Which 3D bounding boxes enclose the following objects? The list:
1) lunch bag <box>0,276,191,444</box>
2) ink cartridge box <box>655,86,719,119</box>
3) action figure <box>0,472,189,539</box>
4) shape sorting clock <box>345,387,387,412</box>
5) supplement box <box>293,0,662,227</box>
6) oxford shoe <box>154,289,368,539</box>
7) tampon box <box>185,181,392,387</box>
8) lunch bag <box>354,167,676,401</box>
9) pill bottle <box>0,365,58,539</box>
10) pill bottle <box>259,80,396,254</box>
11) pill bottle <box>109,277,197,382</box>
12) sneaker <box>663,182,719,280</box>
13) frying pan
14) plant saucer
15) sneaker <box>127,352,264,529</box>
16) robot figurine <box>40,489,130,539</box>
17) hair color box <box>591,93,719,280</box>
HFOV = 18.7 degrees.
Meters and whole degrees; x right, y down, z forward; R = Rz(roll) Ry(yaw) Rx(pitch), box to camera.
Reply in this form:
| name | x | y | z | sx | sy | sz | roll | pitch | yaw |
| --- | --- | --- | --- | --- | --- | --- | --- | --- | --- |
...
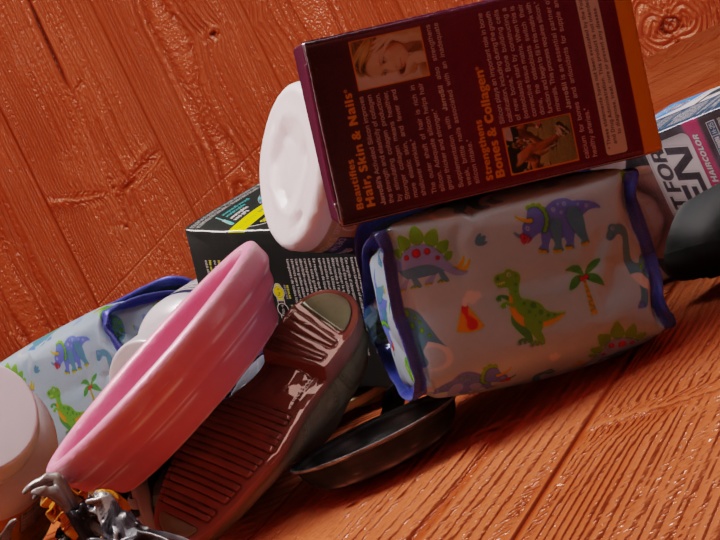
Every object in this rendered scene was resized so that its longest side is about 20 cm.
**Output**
| name | x | y | z | sx | sy | sz | roll | pitch | yaw |
| --- | --- | --- | --- | --- | --- | --- | --- | --- | --- |
| lunch bag | -0.206 | 0.088 | 2.003 | 0.169 | 0.128 | 0.199 | -25 | -7 | 37 |
| ink cartridge box | 0.281 | -0.091 | 1.625 | 0.144 | 0.085 | 0.199 | -32 | 9 | -41 |
| action figure | -0.193 | 0.177 | 1.303 | 0.199 | 0.103 | 0.119 | -26 | -6 | 16 |
| shape sorting clock | -0.043 | 0.092 | 1.666 | 0.198 | 0.040 | 0.200 | -17 | 15 | 5 |
| supplement box | 0.068 | -0.103 | 1.310 | 0.198 | 0.111 | 0.086 | -13 | 5 | -4 |
| oxford shoe | -0.054 | 0.108 | 1.397 | 0.070 | 0.074 | 0.200 | 24 | 64 | 36 |
| tampon box | 0.000 | 0.000 | 1.620 | 0.199 | 0.127 | 0.150 | -1 | 21 | 34 |
| lunch bag | 0.089 | 0.009 | 1.367 | 0.169 | 0.129 | 0.200 | -13 | -5 | -4 |
| pill bottle | -0.278 | 0.142 | 1.605 | 0.111 | 0.111 | 0.200 | -28 | -17 | -19 |
| pill bottle | 0.042 | -0.064 | 1.450 | 0.198 | 0.112 | 0.111 | 2 | -6 | -24 |
| pill bottle | -0.120 | 0.065 | 1.855 | 0.119 | 0.120 | 0.200 | -22 | 8 | 36 |
| sneaker | 0.281 | -0.060 | 1.396 | 0.199 | 0.075 | 0.106 | -31 | 10 | -31 |
| frying pan | 0.004 | 0.106 | 1.385 | 0.114 | 0.031 | 0.190 | -26 | 3 | -10 |
| plant saucer | -0.120 | 0.070 | 1.410 | 0.201 | 0.051 | 0.201 | -47 | 8 | 8 |
| sneaker | -0.068 | 0.117 | 1.488 | 0.087 | 0.075 | 0.200 | -7 | 28 | 41 |
| robot figurine | -0.179 | 0.144 | 1.576 | 0.145 | 0.058 | 0.200 | -50 | 2 | 5 |
| hair color box | 0.204 | -0.047 | 1.509 | 0.199 | 0.101 | 0.060 | -22 | 8 | 40 |
